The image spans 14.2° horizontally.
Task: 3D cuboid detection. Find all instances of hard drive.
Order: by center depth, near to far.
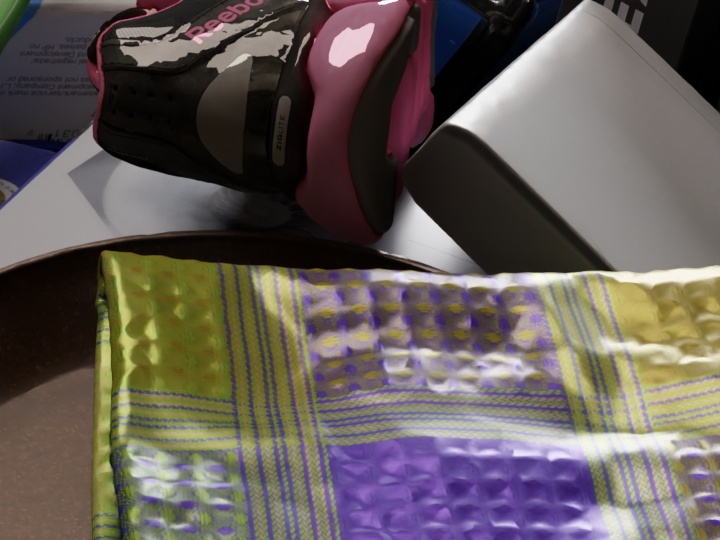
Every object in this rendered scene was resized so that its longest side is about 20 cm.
[{"bbox_3d":[0.087,-0.010,0.825,0.027,0.132,0.200,-46,-1,21],"label":"hard drive"}]

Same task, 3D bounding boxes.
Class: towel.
[{"bbox_3d":[0.039,0.039,0.652,0.198,0.023,0.144,1,36,-6],"label":"towel"}]

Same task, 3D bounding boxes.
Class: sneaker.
[{"bbox_3d":[-0.026,-0.064,0.806,0.095,0.080,0.200,4,14,6],"label":"sneaker"}]

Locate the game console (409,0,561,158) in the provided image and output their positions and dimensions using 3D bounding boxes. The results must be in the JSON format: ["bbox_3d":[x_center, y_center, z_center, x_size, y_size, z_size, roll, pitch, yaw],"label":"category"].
[{"bbox_3d":[0.029,-0.113,1.230,0.119,0.170,0.200,-56,4,-27],"label":"game console"}]

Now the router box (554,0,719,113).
[{"bbox_3d":[0.131,-0.096,1.007,0.052,0.201,0.157,32,36,27],"label":"router box"}]

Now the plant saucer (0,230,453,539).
[{"bbox_3d":[-0.026,0.060,0.661,0.199,0.032,0.201,3,35,-2],"label":"plant saucer"}]

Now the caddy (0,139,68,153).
[{"bbox_3d":[-0.137,0.040,0.890,0.199,0.106,0.142,-11,32,-15],"label":"caddy"}]

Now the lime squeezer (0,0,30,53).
[{"bbox_3d":[-0.144,-0.049,0.850,0.200,0.038,0.070,-33,49,-30],"label":"lime squeezer"}]

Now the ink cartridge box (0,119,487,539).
[{"bbox_3d":[-0.068,0.017,0.781,0.199,0.041,0.200,17,35,17],"label":"ink cartridge box"}]

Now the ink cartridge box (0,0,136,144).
[{"bbox_3d":[-0.143,-0.044,0.988,0.145,0.201,0.085,-1,49,-26],"label":"ink cartridge box"}]
